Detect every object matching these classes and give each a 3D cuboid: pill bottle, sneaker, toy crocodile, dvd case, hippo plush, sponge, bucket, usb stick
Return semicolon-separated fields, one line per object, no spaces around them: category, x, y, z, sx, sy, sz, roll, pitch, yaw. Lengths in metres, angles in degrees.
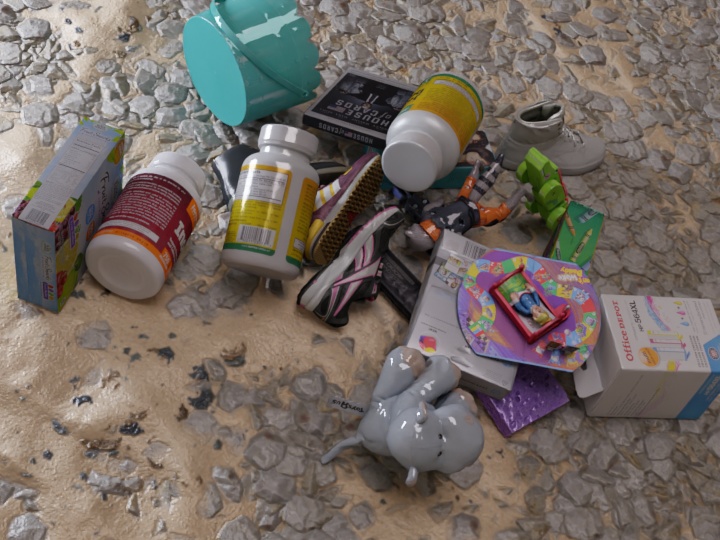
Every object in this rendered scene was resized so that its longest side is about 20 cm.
pill bottle;0.105;-0.204;1.683;0.112;0.113;0.200;26;43;6
sneaker;0.000;0.000;1.603;0.086;0.080;0.200;44;76;-6
pill bottle;-0.287;-0.068;1.555;0.112;0.113;0.201;21;51;1
toy crocodile;0.286;-0.122;1.721;0.062;0.200;0.068;-39;55;-7
sneaker;0.330;-0.220;1.848;0.199;0.116;0.074;-4;52;-20
dvd case;0.013;-0.261;1.807;0.149;0.025;0.200;19;36;12
sneaker;-0.044;-0.105;1.657;0.090;0.075;0.200;23;63;26
hippo plush;0.071;0.178;1.399;0.199;0.161;0.161;6;89;-14
sponge;0.191;0.124;1.573;0.111;0.030;0.201;-25;73;-29
bucket;-0.172;-0.330;1.744;0.134;0.208;0.207;-30;65;-28
usb stick;0.049;0.013;1.639;0.055;0.033;0.200;-33;67;-25
sneaker;-0.118;-0.152;1.693;0.199;0.075;0.107;-14;58;-23
pill bottle;-0.120;-0.095;1.573;0.112;0.113;0.201;13;81;-6

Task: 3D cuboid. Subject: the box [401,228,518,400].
box;0.154;0.058;1.554;0.155;0.041;0.201;22;57;-5

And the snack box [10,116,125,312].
snack box;-0.383;-0.074;1.497;0.067;0.169;0.201;19;51;2

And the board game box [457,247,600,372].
board game box;0.232;0.045;1.517;0.199;0.039;0.159;11;68;-3

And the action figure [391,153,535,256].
action figure;0.132;-0.100;1.698;0.193;0.105;0.200;-40;65;-19

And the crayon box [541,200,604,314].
crayon box;0.292;0.010;1.653;0.058;0.119;0.201;23;50;3

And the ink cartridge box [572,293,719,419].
ink cartridge box;0.395;0.122;1.589;0.199;0.126;0.129;3;52;-15

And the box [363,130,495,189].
box;0.111;-0.176;1.793;0.199;0.049;0.083;-3;54;-18
